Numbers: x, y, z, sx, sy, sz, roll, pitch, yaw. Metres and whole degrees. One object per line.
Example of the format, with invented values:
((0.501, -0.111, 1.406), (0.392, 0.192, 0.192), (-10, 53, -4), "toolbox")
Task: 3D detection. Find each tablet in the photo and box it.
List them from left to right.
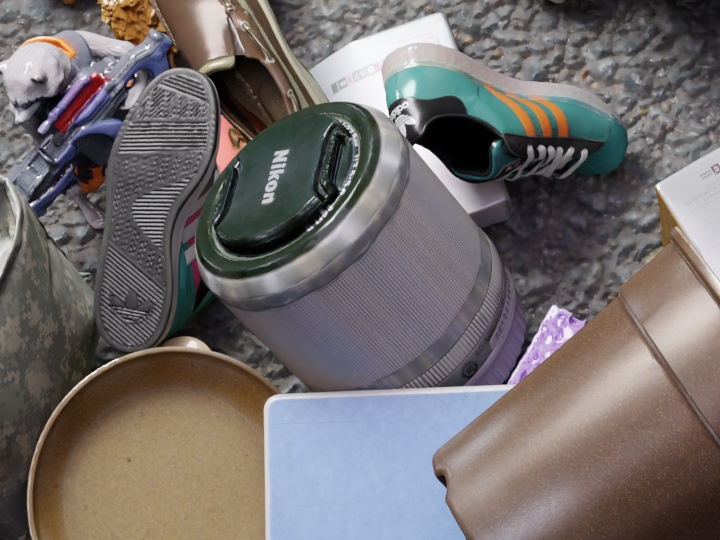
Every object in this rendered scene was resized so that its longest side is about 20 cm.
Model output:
((0.038, 0.139, 1.186), (0.199, 0.014, 0.131), (-3, 76, 4), "tablet")

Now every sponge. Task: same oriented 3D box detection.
((0.097, 0.129, 1.250), (0.030, 0.112, 0.201), (28, 79, 21), "sponge")

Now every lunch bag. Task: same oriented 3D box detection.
((-0.257, 0.054, 1.254), (0.117, 0.164, 0.201), (10, 62, 24), "lunch bag")

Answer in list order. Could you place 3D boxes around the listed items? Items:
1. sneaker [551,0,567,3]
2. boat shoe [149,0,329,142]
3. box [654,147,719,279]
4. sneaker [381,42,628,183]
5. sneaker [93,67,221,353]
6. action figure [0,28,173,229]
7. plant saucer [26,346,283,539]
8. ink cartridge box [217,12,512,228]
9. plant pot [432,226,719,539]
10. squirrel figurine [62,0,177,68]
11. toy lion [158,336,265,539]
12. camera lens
((0.154, -0.303, 1.394), (0.081, 0.075, 0.201), (22, 74, -7), "sneaker")
((-0.093, -0.157, 1.330), (0.075, 0.075, 0.202), (-39, 95, 28), "boat shoe")
((0.287, 0.021, 1.241), (0.097, 0.124, 0.201), (-29, 68, 1), "box")
((0.102, -0.090, 1.299), (0.199, 0.071, 0.080), (14, 54, -26), "sneaker")
((-0.130, -0.043, 1.340), (0.083, 0.121, 0.201), (15, 95, 9), "sneaker")
((-0.218, -0.099, 1.345), (0.105, 0.194, 0.200), (41, 84, 21), "action figure")
((-0.126, 0.153, 1.262), (0.199, 0.035, 0.201), (2, 81, -14), "plant saucer")
((-0.005, -0.083, 1.377), (0.199, 0.057, 0.163), (-18, 69, 0), "ink cartridge box")
((0.162, 0.114, 1.081), (0.198, 0.200, 0.201), (-37, 68, 8), "plant pot")
((-0.173, -0.258, 1.425), (0.186, 0.142, 0.201), (-25, 66, 9), "squirrel figurine")
((-0.139, 0.176, 1.313), (0.200, 0.069, 0.192), (-37, 76, -3), "toy lion")
((0.000, 0.000, 1.241), (0.159, 0.200, 0.160), (-26, 38, 22), "camera lens")
